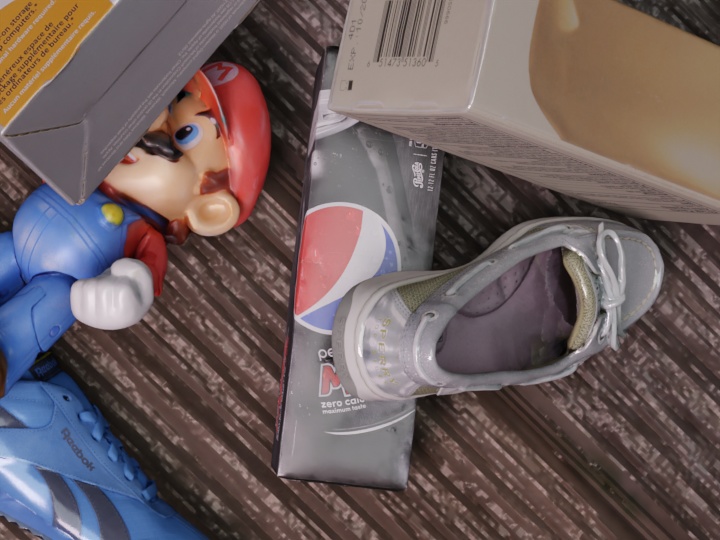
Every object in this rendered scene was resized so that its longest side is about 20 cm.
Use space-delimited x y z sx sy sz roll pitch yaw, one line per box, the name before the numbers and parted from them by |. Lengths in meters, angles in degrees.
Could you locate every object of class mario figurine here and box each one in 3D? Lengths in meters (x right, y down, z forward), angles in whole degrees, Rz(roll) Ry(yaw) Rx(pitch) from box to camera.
mario figurine | -0.125 -0.036 0.981 0.200 0.106 0.124 -41 92 -21

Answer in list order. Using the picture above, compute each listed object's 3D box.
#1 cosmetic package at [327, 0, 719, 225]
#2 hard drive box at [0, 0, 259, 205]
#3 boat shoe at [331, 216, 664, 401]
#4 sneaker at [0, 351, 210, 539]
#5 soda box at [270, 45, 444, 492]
cosmetic package | 0.096 -0.078 0.974 0.199 0.105 0.072 17 84 -39
hard drive box | -0.152 -0.152 0.967 0.200 0.077 0.156 38 85 29
boat shoe | 0.077 0.019 0.991 0.201 0.064 0.075 -10 100 -43
sneaker | -0.135 0.089 1.012 0.199 0.066 0.079 30 82 -3
soda box | 0.000 0.000 1.023 0.063 0.071 0.202 6 87 -4
